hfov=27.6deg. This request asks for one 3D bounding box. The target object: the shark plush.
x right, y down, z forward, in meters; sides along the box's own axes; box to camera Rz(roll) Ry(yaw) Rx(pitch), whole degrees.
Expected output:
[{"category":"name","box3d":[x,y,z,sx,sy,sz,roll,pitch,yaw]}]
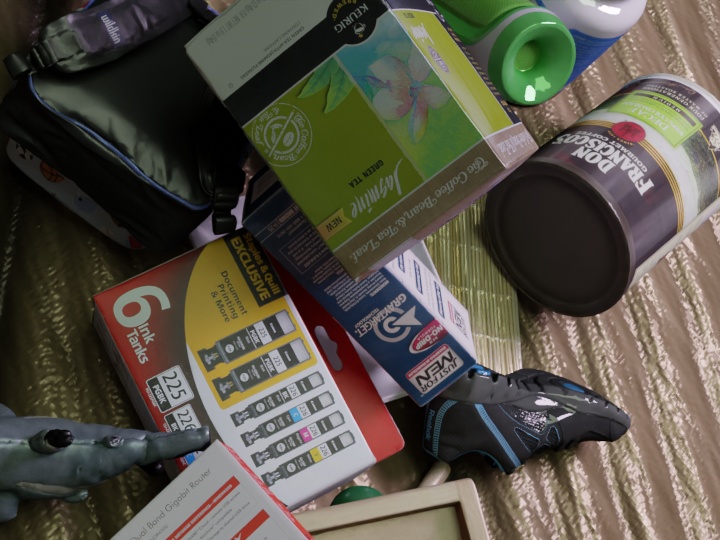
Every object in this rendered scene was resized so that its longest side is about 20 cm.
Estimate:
[{"category":"shark plush","box3d":[-0.205,0.131,0.989,0.200,0.083,0.091,8,67,2]}]

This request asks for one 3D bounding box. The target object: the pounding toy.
[{"category":"pounding toy","box3d":[0.020,0.235,1.076,0.184,0.142,0.200,-9,70,-16]}]

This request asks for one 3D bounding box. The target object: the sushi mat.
[{"category":"sushi mat","box3d":[0.095,0.018,1.270,0.096,0.012,0.200,10,63,-24]}]

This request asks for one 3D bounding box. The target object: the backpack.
[{"category":"backpack","box3d":[-0.162,-0.125,1.116,0.200,0.154,0.191,41,51,-14]}]

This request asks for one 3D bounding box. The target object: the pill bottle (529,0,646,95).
[{"category":"pill bottle","box3d":[0.188,-0.242,1.323,0.112,0.200,0.112,11,63,-23]}]

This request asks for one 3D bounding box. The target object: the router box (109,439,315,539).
[{"category":"router box","box3d":[-0.103,0.244,0.960,0.200,0.049,0.180,-42,73,-4]}]

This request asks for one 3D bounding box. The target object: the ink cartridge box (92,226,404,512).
[{"category":"ink cartridge box","box3d":[-0.077,0.078,1.083,0.175,0.084,0.200,-26,81,-16]}]

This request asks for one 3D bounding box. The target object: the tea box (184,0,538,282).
[{"category":"tea box","box3d":[0.010,-0.118,1.029,0.197,0.134,0.200,53,15,2]}]

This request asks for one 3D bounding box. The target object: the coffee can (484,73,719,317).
[{"category":"coffee can","box3d":[0.225,-0.069,1.289,0.200,0.146,0.146,-36,87,-39]}]

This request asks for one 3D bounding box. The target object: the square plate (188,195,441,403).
[{"category":"square plate","box3d":[-0.026,0.022,1.191,0.198,0.028,0.200,-17,76,-28]}]

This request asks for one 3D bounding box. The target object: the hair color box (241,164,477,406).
[{"category":"hair color box","box3d":[0.000,0.000,1.106,0.200,0.061,0.100,46,15,-16]}]

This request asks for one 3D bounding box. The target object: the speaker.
[{"category":"speaker","box3d":[0.102,-0.214,1.276,0.088,0.089,0.200,-3,29,-28]}]

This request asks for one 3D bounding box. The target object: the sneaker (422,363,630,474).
[{"category":"sneaker","box3d":[0.134,0.125,1.207,0.200,0.073,0.082,12,97,-29]}]
